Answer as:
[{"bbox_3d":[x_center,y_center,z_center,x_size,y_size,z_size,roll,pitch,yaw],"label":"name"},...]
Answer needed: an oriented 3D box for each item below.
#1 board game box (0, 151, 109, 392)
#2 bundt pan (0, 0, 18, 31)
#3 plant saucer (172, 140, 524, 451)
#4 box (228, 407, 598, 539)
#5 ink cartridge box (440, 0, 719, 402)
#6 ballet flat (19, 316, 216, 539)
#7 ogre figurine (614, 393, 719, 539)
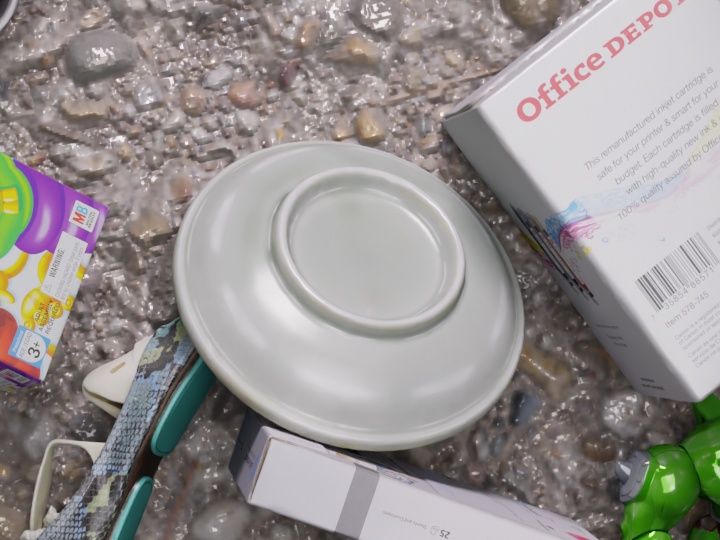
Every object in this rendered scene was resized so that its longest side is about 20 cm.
[{"bbox_3d":[-0.251,-0.024,1.407,0.199,0.103,0.106,27,71,-23],"label":"board game box"},{"bbox_3d":[-0.270,-0.191,1.457,0.200,0.076,0.204,0,88,-8],"label":"bundt pan"},{"bbox_3d":[0.000,0.000,1.452,0.198,0.050,0.201,10,52,-13],"label":"plant saucer"},{"bbox_3d":[0.031,0.130,1.453,0.199,0.156,0.041,19,91,-7],"label":"box"},{"bbox_3d":[0.163,-0.051,1.478,0.145,0.145,0.201,-37,95,-5],"label":"ink cartridge box"},{"bbox_3d":[-0.134,0.094,1.479,0.074,0.074,0.201,27,82,-6],"label":"ballet flat"},{"bbox_3d":[0.217,0.134,1.513,0.198,0.098,0.121,-16,109,7],"label":"ogre figurine"}]
